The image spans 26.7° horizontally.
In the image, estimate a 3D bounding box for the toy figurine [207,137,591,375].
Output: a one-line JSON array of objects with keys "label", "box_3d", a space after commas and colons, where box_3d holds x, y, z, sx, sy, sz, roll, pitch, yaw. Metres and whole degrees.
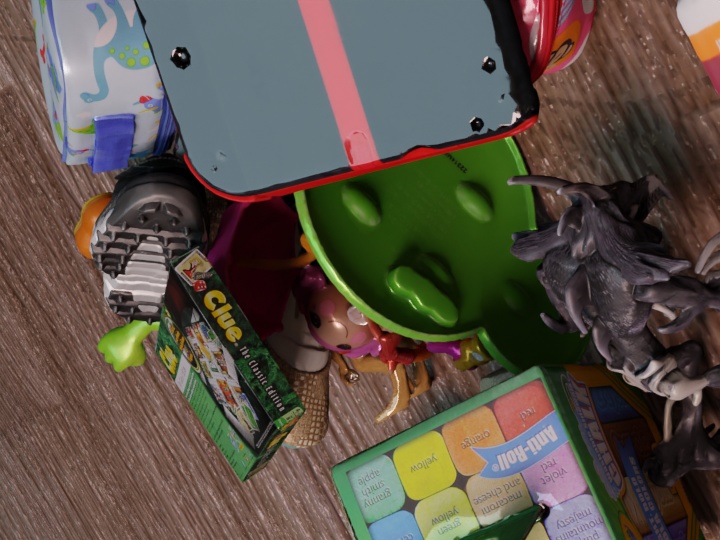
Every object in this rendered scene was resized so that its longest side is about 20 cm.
[{"label": "toy figurine", "box_3d": [0.000, 0.000, 0.840, 0.200, 0.150, 0.184, 41, 146, -17]}]

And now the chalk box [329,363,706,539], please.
[{"label": "chalk box", "box_3d": [0.076, 0.124, 0.739, 0.125, 0.200, 0.124, -28, 75, 20]}]

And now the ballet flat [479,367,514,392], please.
[{"label": "ballet flat", "box_3d": [0.126, 0.135, 0.854, 0.200, 0.062, 0.068, 46, 147, 20]}]

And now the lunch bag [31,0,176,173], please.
[{"label": "lunch bag", "box_3d": [-0.138, -0.143, 0.825, 0.200, 0.082, 0.162, 141, 122, -77]}]

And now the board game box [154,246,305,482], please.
[{"label": "board game box", "box_3d": [-0.079, 0.060, 0.872, 0.105, 0.023, 0.200, 54, 163, 7]}]

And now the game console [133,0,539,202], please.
[{"label": "game console", "box_3d": [-0.025, -0.138, 0.673, 0.176, 0.031, 0.201, -13, 101, 26]}]

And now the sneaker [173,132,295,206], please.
[{"label": "sneaker", "box_3d": [-0.043, -0.104, 0.882, 0.086, 0.080, 0.200, 43, 150, 13]}]

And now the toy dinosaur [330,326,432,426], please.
[{"label": "toy dinosaur", "box_3d": [0.009, 0.033, 0.929, 0.106, 0.060, 0.200, 60, 146, 1]}]

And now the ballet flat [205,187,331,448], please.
[{"label": "ballet flat", "box_3d": [-0.056, 0.012, 0.949, 0.065, 0.070, 0.201, -44, 57, 36]}]

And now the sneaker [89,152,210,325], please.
[{"label": "sneaker", "box_3d": [-0.123, -0.034, 0.898, 0.200, 0.066, 0.091, 116, 157, -71]}]

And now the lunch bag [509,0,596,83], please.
[{"label": "lunch bag", "box_3d": [0.012, -0.178, 0.700, 0.199, 0.082, 0.177, 10, 112, 26]}]

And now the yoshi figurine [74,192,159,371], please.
[{"label": "yoshi figurine", "box_3d": [-0.111, 0.036, 1.036, 0.112, 0.112, 0.200, -44, 65, 16]}]

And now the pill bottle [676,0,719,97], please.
[{"label": "pill bottle", "box_3d": [0.211, -0.039, 0.559, 0.114, 0.114, 0.201, -25, 95, 56]}]

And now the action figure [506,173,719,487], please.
[{"label": "action figure", "box_3d": [0.145, 0.015, 0.705, 0.119, 0.102, 0.200, 7, 137, 52]}]
